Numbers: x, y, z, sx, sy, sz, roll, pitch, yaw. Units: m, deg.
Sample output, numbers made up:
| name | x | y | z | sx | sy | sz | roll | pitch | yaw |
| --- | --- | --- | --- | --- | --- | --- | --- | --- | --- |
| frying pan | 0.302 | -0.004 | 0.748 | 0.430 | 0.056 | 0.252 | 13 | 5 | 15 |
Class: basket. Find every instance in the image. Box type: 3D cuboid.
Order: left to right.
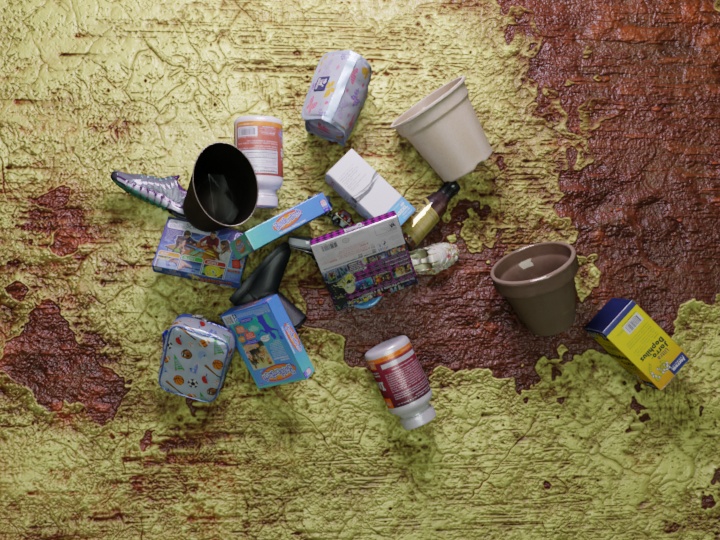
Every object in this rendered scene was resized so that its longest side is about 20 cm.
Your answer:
| name | x | y | z | sx | sy | sz | roll | pitch | yaw |
| --- | --- | --- | --- | --- | --- | --- | --- | --- | --- |
| basket | -0.315 | -0.159 | 1.485 | 0.136 | 0.200 | 0.181 | -8 | 83 | -25 |

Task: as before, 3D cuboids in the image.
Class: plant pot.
| name | x | y | z | sx | sy | sz | roll | pitch | yaw |
| --- | --- | --- | --- | --- | --- | --- | --- | --- | --- |
| plant pot | 0.202 | -0.312 | 1.563 | 0.200 | 0.200 | 0.184 | -36 | 104 | -3 |
| plant pot | 0.426 | 0.052 | 1.588 | 0.200 | 0.200 | 0.175 | -26 | 110 | -3 |

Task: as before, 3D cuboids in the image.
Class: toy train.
| name | x | y | z | sx | sy | sz | roll | pitch | yaw |
| --- | --- | --- | --- | --- | --- | --- | --- | --- | --- |
| toy train | -0.041 | -0.120 | 1.614 | 0.200 | 0.034 | 0.046 | 38 | 85 | -4 |

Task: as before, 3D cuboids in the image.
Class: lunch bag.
| name | x | y | z | sx | sy | sz | roll | pitch | yaw |
| --- | --- | --- | --- | --- | --- | --- | --- | --- | --- |
| lunch bag | -0.376 | 0.195 | 1.544 | 0.160 | 0.076 | 0.200 | 19 | 115 | -2 |
| lunch bag | -0.054 | -0.391 | 1.527 | 0.127 | 0.200 | 0.170 | 21 | 90 | -4 |

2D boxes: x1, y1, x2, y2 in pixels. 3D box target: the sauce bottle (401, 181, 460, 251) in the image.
| name | x | y | z | sx | sy | sz | roll | pitch | yaw |
| --- | --- | --- | --- | --- | --- | --- | --- | --- | --- |
| sauce bottle | 0.160 | -0.135 | 1.608 | 0.066 | 0.066 | 0.200 | 42 | 74 | -4 |

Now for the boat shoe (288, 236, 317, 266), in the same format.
| name | x | y | z | sx | sy | sz | roll | pitch | yaw |
| --- | --- | --- | --- | --- | --- | --- | --- | --- | --- |
| boat shoe | -0.076 | -0.031 | 1.592 | 0.200 | 0.070 | 0.066 | 12 | 97 | -21 |

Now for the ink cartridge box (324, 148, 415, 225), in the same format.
| name | x | y | z | sx | sy | sz | roll | pitch | yaw |
| --- | --- | --- | --- | --- | --- | --- | --- | --- | --- |
| ink cartridge box | 0.019 | -0.173 | 1.562 | 0.200 | 0.145 | 0.084 | 43 | 88 | -4 |

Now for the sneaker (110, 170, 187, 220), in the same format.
| name | x | y | z | sx | sy | sz | roll | pitch | yaw |
| --- | --- | --- | --- | --- | --- | --- | --- | --- | --- |
| sneaker | -0.470 | -0.196 | 1.572 | 0.200 | 0.074 | 0.088 | 27 | 78 | -15 |

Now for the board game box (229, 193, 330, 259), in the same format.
| name | x | y | z | sx | sy | sz | roll | pitch | yaw |
| --- | --- | --- | --- | --- | --- | --- | --- | --- | --- |
| board game box | -0.181 | -0.097 | 1.512 | 0.200 | 0.152 | 0.045 | -31 | 96 | -24 |

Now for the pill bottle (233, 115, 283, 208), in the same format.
| name | x | y | z | sx | sy | sz | roll | pitch | yaw |
| --- | --- | --- | --- | --- | --- | --- | --- | --- | --- |
| pill bottle | -0.233 | -0.246 | 1.560 | 0.112 | 0.112 | 0.200 | 0 | 91 | -4 |

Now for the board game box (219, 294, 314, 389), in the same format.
| name | x | y | z | sx | sy | sz | roll | pitch | yaw |
| --- | --- | --- | --- | --- | --- | --- | --- | --- | --- |
| board game box | -0.211 | 0.165 | 1.544 | 0.152 | 0.045 | 0.200 | -16 | 105 | 32 |

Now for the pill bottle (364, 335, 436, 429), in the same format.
| name | x | y | z | sx | sy | sz | roll | pitch | yaw |
| --- | --- | --- | --- | --- | --- | --- | --- | --- | --- |
| pill bottle | 0.098 | 0.263 | 1.589 | 0.113 | 0.113 | 0.200 | -25 | 92 | -3 |

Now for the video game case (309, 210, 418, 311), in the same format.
| name | x | y | z | sx | sy | sz | roll | pitch | yaw |
| --- | --- | --- | --- | --- | --- | --- | --- | --- | --- |
| video game case | 0.010 | -0.019 | 1.498 | 0.200 | 0.036 | 0.182 | -20 | 119 | 2 |

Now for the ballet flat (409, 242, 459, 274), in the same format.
| name | x | y | z | sx | sy | sz | roll | pitch | yaw |
| --- | --- | --- | --- | --- | --- | --- | --- | --- | --- |
| ballet flat | 0.145 | -0.021 | 1.614 | 0.200 | 0.064 | 0.076 | -14 | 91 | -4 |

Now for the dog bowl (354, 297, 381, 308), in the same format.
| name | x | y | z | sx | sy | sz | roll | pitch | yaw |
| --- | --- | --- | --- | --- | --- | --- | --- | --- | --- |
| dog bowl | 0.000 | 0.000 | 1.566 | 0.111 | 0.050 | 0.200 | -16 | 119 | -16 |

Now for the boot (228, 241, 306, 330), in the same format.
| name | x | y | z | sx | sy | sz | roll | pitch | yaw |
| --- | --- | --- | --- | --- | --- | --- | --- | --- | --- |
| boot | -0.185 | 0.056 | 1.583 | 0.168 | 0.076 | 0.200 | 42 | 95 | 0 |

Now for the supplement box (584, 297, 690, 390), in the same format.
| name | x | y | z | sx | sy | sz | roll | pitch | yaw |
| --- | --- | --- | --- | --- | --- | --- | --- | --- | --- |
| supplement box | 0.661 | 0.174 | 1.631 | 0.200 | 0.109 | 0.110 | 44 | 87 | -3 |

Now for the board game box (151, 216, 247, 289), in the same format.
| name | x | y | z | sx | sy | sz | roll | pitch | yaw |
| --- | --- | --- | --- | --- | --- | --- | --- | --- | --- |
| board game box | -0.360 | -0.042 | 1.562 | 0.200 | 0.034 | 0.136 | 12 | 61 | -4 |
